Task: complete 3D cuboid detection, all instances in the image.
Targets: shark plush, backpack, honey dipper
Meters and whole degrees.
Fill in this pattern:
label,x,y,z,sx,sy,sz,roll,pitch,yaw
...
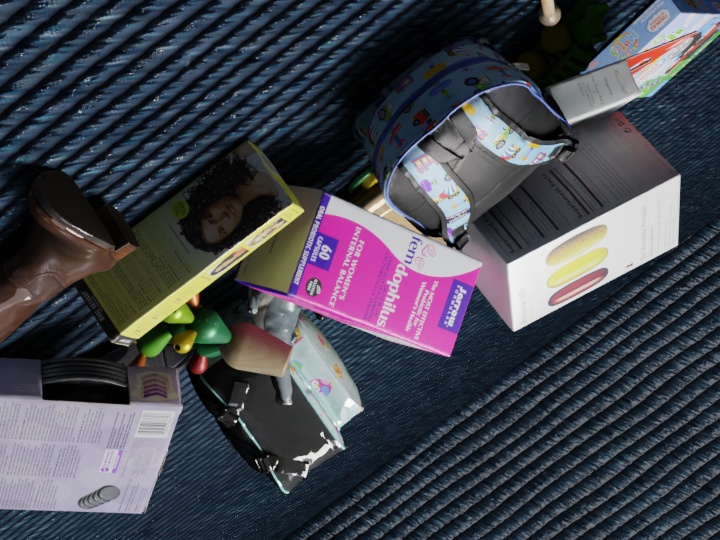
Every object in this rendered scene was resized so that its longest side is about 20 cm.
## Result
label,x,y,z,sx,sy,sz,roll,pitch,yaw
shark plush,-0.071,0.029,1.542,0.083,0.201,0.091,7,171,23
backpack,-0.100,0.115,1.692,0.153,0.176,0.200,-41,-156,-10
honey dipper,0.169,-0.260,1.439,0.038,0.038,0.200,-37,170,5
backpack,0.081,-0.129,1.439,0.182,0.135,0.200,-40,156,11

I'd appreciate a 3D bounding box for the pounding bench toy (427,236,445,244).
label,x,y,z,sx,sy,sz,roll,pitch,yaw
pounding bench toy,0.160,-0.049,1.761,0.156,0.124,0.200,-48,-172,40

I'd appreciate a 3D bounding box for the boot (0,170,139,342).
label,x,y,z,sx,sy,sz,roll,pitch,yaw
boot,-0.282,0.012,1.216,0.200,0.064,0.186,-32,164,4

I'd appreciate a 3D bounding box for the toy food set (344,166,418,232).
label,x,y,z,sx,sy,sz,roll,pitch,yaw
toy food set,0.026,-0.060,1.715,0.198,0.049,0.200,-45,163,33

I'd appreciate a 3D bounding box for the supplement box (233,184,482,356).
label,x,y,z,sx,sy,sz,roll,pitch,yaw
supplement box,0.000,0.000,1.488,0.200,0.103,0.101,22,85,-35

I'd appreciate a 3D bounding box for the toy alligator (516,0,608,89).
label,x,y,z,sx,sy,sz,roll,pitch,yaw
toy alligator,0.221,-0.234,1.595,0.059,0.054,0.200,-20,159,-48

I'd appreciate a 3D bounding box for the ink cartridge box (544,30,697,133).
label,x,y,z,sx,sy,sz,roll,pitch,yaw
ink cartridge box,0.239,-0.174,1.615,0.173,0.044,0.200,-21,177,-14

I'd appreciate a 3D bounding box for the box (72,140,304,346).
label,x,y,z,sx,sy,sz,roll,pitch,yaw
box,-0.151,-0.023,1.371,0.200,0.075,0.050,-38,168,5

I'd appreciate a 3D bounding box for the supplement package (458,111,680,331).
label,x,y,z,sx,sy,sz,roll,pitch,yaw
supplement package,0.205,-0.049,1.576,0.200,0.110,0.114,-27,142,-12

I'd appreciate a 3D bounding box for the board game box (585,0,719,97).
label,x,y,z,sx,sy,sz,roll,pitch,yaw
board game box,0.346,-0.260,1.842,0.151,0.037,0.200,-43,163,30

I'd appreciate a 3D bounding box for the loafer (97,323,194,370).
label,x,y,z,sx,sy,sz,roll,pitch,yaw
loafer,-0.259,0.119,1.588,0.200,0.072,0.063,-27,172,-27

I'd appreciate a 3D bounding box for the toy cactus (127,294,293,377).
label,x,y,z,sx,sy,sz,roll,pitch,yaw
toy cactus,-0.149,0.066,1.498,0.200,0.165,0.102,101,9,-68

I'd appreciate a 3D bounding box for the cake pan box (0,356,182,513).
label,x,y,z,sx,sy,sz,roll,pitch,yaw
cake pan box,-0.276,0.158,1.489,0.184,0.052,0.200,2,140,-19
